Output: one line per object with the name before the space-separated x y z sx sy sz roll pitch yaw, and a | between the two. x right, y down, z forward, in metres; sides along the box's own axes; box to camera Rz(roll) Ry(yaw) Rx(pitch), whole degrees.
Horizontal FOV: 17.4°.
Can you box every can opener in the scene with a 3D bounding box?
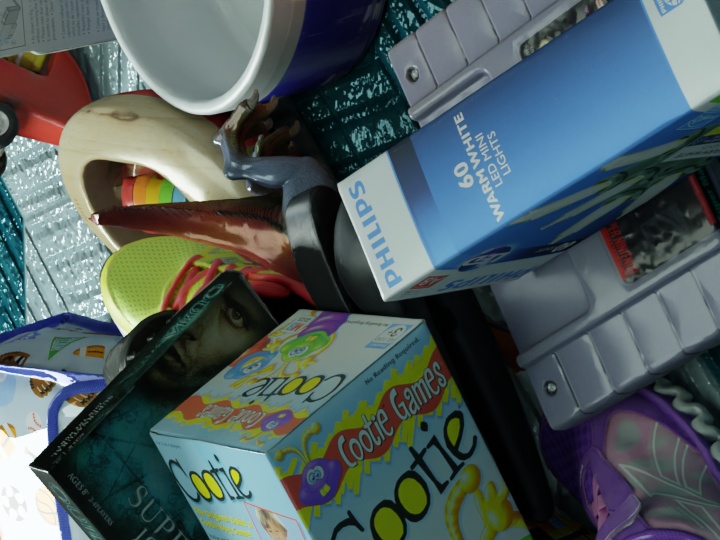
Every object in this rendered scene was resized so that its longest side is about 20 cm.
can opener | 0.040 0.039 1.115 0.201 0.063 0.078 59 154 -14

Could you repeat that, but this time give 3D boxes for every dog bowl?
dog bowl | -0.070 -0.189 1.264 0.200 0.078 0.202 28 125 49

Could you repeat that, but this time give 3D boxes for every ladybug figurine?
ladybug figurine | -0.093 -0.048 1.345 0.199 0.072 0.136 14 137 46

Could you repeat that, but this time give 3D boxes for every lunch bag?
lunch bag | -0.157 0.128 1.497 0.199 0.123 0.172 10 112 41

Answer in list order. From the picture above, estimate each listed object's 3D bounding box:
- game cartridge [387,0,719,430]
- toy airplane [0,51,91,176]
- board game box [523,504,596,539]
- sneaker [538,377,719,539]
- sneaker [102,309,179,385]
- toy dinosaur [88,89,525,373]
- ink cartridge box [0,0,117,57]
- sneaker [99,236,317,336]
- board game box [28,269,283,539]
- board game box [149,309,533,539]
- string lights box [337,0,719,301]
game cartridge | 0.098 -0.045 1.070 0.129 0.038 0.201 -36 71 40
toy airplane | -0.270 -0.170 1.527 0.199 0.141 0.200 15 148 40
board game box | 0.115 0.242 1.176 0.165 0.056 0.202 35 130 48
sneaker | 0.134 0.115 1.063 0.200 0.088 0.081 41 137 47
sneaker | -0.064 0.105 1.199 0.201 0.066 0.090 54 159 -14
toy dinosaur | 0.000 0.000 1.174 0.182 0.199 0.105 52 170 19
ink cartridge box | -0.198 -0.225 1.357 0.045 0.175 0.202 25 123 51
sneaker | -0.058 0.023 1.217 0.199 0.079 0.090 21 163 28
board game box | -0.050 0.118 1.132 0.200 0.135 0.028 53 157 -23
board game box | 0.009 0.131 1.089 0.105 0.103 0.201 4 127 55
string lights box | 0.097 -0.059 0.983 0.199 0.102 0.059 -33 75 37
